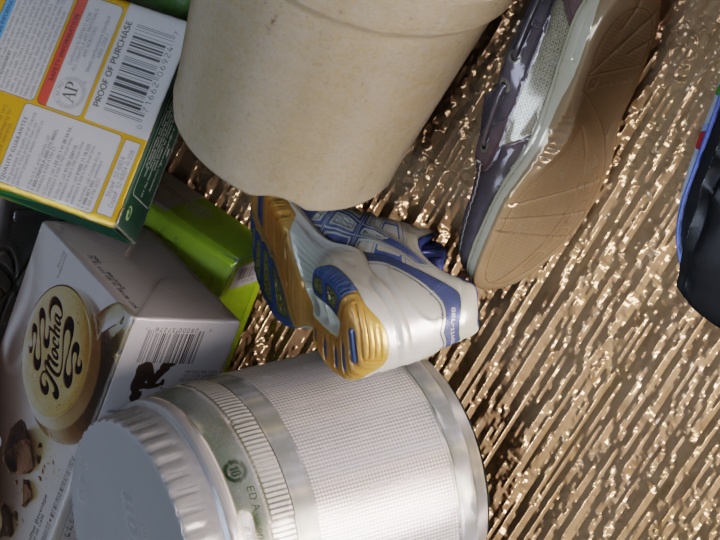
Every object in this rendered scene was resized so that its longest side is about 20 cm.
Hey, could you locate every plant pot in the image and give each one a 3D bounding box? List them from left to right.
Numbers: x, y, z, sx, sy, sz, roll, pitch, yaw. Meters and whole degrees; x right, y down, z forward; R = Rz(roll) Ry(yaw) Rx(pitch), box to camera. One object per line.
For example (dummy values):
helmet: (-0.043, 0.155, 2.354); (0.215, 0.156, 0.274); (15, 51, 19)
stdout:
plant pot: (-0.017, -0.142, 1.491); (0.200, 0.200, 0.184); (41, 132, 20)

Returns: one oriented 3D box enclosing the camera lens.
camera lens: (-0.041, 0.131, 1.540); (0.160, 0.200, 0.160); (29, 125, 52)

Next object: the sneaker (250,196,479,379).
sneaker: (0.000, 0.000, 1.561); (0.200, 0.088, 0.075); (-129, 33, -53)

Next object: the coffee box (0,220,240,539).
coffee box: (-0.159, 0.085, 1.616); (0.113, 0.080, 0.200); (44, 121, 43)

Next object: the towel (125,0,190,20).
towel: (-0.195, -0.176, 1.636); (0.200, 0.031, 0.149); (34, 130, 2)

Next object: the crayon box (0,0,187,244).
crayon box: (-0.201, -0.108, 1.587); (0.199, 0.052, 0.126); (20, 82, 13)

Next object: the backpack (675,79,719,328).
backpack: (0.249, -0.042, 1.343); (0.200, 0.154, 0.191); (38, 112, 28)

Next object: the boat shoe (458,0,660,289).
boat shoe: (0.098, -0.081, 1.491); (0.065, 0.072, 0.200); (47, 131, 34)

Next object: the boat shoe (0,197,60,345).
boat shoe: (-0.224, -0.020, 1.672); (0.073, 0.074, 0.201); (23, 105, 38)

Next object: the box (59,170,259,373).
box: (-0.156, -0.012, 1.692); (0.200, 0.048, 0.122); (35, 118, 23)
